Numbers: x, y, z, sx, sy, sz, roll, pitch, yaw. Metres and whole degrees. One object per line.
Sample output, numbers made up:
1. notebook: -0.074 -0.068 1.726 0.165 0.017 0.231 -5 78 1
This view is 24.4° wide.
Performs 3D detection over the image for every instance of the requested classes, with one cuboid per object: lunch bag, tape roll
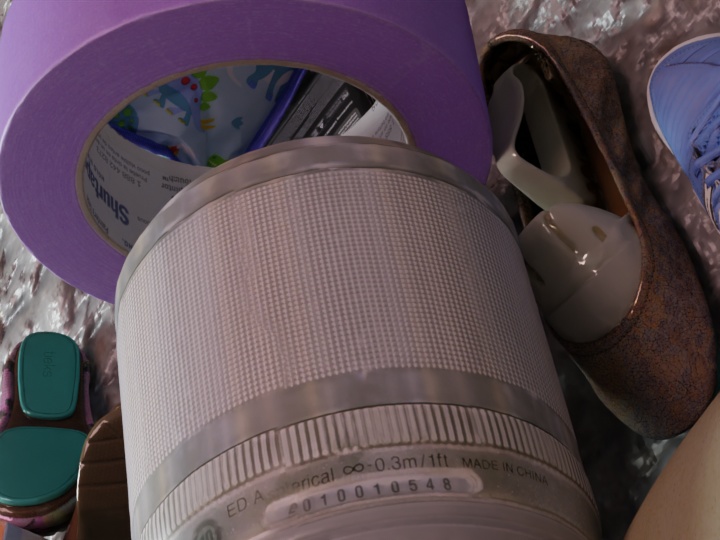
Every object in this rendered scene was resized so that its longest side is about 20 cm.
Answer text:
1. lunch bag: -0.097 -0.162 0.955 0.201 0.127 0.170 -56 33 -1
2. tape roll: -0.048 -0.061 0.681 0.200 0.199 0.066 -40 44 36

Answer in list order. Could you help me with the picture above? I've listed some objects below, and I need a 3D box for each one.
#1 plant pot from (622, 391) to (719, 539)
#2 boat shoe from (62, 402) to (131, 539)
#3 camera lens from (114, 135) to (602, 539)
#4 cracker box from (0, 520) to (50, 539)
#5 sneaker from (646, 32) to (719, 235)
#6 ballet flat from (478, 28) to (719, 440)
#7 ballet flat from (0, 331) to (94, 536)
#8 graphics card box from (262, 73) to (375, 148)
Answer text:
1. plant pot: 0.159 0.078 0.458 0.200 0.185 0.189 140 137 -59
2. boat shoe: -0.131 0.166 0.900 0.068 0.071 0.202 -85 9 -83
3. camera lens: -0.004 0.066 0.590 0.160 0.159 0.201 -45 39 32
4. cracker box: -0.206 0.205 0.887 0.200 0.057 0.135 89 -170 -76
5. sneaker: 0.155 -0.035 0.581 0.076 0.076 0.200 -61 35 17
6. ballet flat: 0.085 -0.021 0.678 0.068 0.067 0.201 -44 44 31
7. ballet flat: -0.189 0.111 0.985 0.200 0.068 0.072 -107 24 -62
8. graphics card box: 0.000 0.000 0.800 0.126 0.051 0.201 -52 40 24
